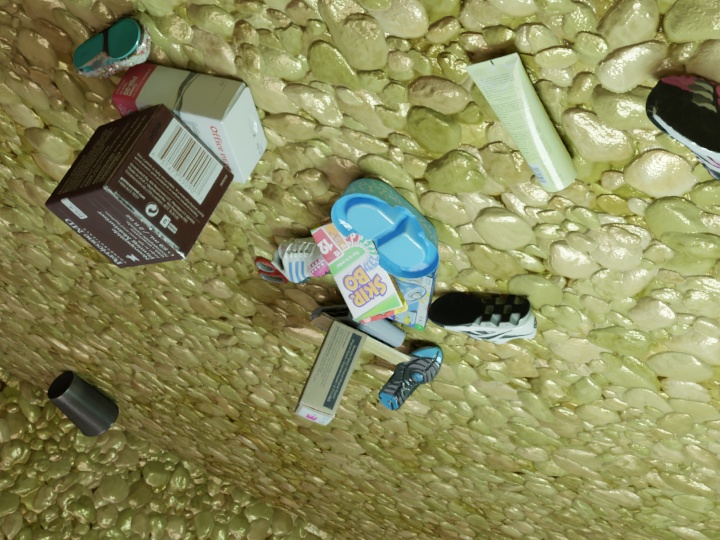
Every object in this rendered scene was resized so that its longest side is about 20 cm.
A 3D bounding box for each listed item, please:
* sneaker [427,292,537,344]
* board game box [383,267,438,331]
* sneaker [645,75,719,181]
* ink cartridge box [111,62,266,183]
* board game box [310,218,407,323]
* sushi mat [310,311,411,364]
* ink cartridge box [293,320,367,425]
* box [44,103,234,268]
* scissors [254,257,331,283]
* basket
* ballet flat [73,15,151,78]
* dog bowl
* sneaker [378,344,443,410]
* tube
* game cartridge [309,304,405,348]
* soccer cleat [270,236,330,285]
[{"bbox_3d":[0.210,0.092,1.555,0.198,0.075,0.089,5,144,34],"label":"sneaker"},{"bbox_3d":[0.064,0.028,1.606,0.134,0.035,0.201,21,152,11],"label":"board game box"},{"bbox_3d":[0.404,-0.138,1.018,0.198,0.081,0.086,31,163,1],"label":"sneaker"},{"bbox_3d":[-0.260,-0.229,1.391,0.197,0.084,0.147,15,150,19],"label":"ink cartridge box"},{"bbox_3d":[0.000,0.000,1.521,0.094,0.030,0.202,-18,114,22],"label":"board game box"},{"bbox_3d":[-0.001,0.132,1.739,0.198,0.012,0.096,28,164,-11],"label":"sushi mat"},{"bbox_3d":[-0.060,0.199,1.711,0.074,0.167,0.200,22,165,-2],"label":"ink cartridge box"},{"bbox_3d":[-0.333,-0.121,1.366,0.198,0.166,0.166,-6,139,46],"label":"box"},{"bbox_3d":[-0.122,0.009,1.753,0.197,0.014,0.074,8,145,27],"label":"scissors"},{"bbox_3d":[-0.931,0.438,3.001,0.178,0.137,0.201,-5,136,37],"label":"basket"},{"bbox_3d":[-0.353,-0.328,1.337,0.198,0.077,0.063,1,175,45],"label":"ballet flat"},{"bbox_3d":[0.044,-0.069,1.429,0.199,0.050,0.111,39,135,-24],"label":"dog bowl"},{"bbox_3d":[0.106,0.201,1.834,0.073,0.082,0.200,42,131,0],"label":"sneaker"},{"bbox_3d":[0.209,-0.186,1.128,0.058,0.052,0.200,-34,122,10],"label":"tube"},{"bbox_3d":[-0.002,0.112,1.763,0.132,0.041,0.199,36,160,-23],"label":"game cartridge"},{"bbox_3d":[-0.100,-0.028,1.610,0.086,0.071,0.199,33,151,-15],"label":"soccer cleat"}]
